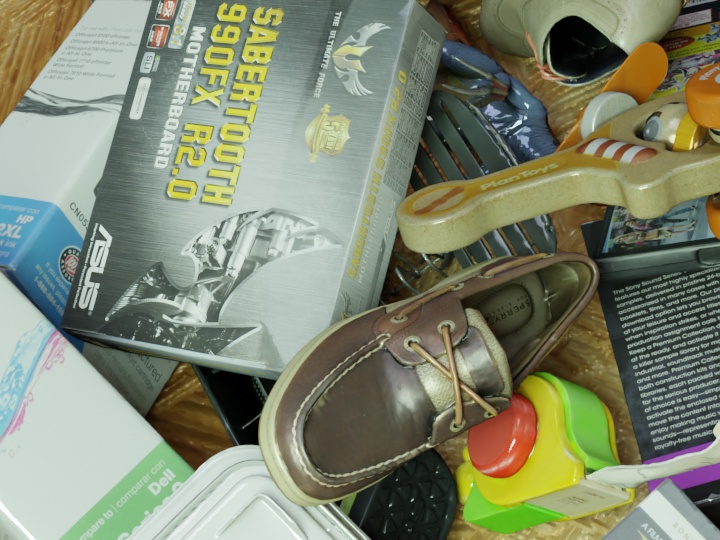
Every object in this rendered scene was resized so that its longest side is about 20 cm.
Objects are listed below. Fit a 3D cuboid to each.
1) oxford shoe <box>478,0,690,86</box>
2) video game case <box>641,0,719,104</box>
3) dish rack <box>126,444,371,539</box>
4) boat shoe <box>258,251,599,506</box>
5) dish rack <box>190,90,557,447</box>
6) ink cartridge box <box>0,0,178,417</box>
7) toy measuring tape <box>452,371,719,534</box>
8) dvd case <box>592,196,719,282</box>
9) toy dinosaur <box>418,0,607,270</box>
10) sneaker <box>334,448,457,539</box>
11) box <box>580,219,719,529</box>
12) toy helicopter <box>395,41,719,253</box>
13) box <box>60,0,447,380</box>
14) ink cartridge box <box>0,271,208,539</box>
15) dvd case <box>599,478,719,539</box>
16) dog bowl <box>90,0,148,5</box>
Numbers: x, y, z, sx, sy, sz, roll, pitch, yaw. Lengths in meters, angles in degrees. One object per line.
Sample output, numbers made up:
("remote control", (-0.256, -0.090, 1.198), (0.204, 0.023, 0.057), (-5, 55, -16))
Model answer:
("oxford shoe", (0.111, -0.141, 1.134), (0.075, 0.070, 0.200), (-58, 16, -15))
("video game case", (0.240, -0.129, 1.097), (0.199, 0.026, 0.181), (-12, 27, 15))
("dish rack", (-0.035, 0.190, 0.875), (0.200, 0.044, 0.172), (45, 72, 4))
("boat shoe", (0.038, 0.041, 0.919), (0.200, 0.072, 0.072), (-28, 4, -40))
("dish rack", (0.000, 0.000, 1.052), (0.200, 0.055, 0.154), (-38, 63, 13))
("ink cartridge box", (-0.138, -0.034, 1.135), (0.084, 0.145, 0.200), (7, 53, 36))
("toy measuring tape", (0.110, 0.074, 0.939), (0.200, 0.074, 0.074), (-26, 33, 49))
("dvd case", (0.224, -0.052, 1.017), (0.199, 0.018, 0.143), (-8, 33, 23))
("toy dinosaur", (0.082, -0.099, 1.143), (0.181, 0.105, 0.200), (24, 48, 16))
("sneaker", (-0.021, 0.165, 0.972), (0.083, 0.072, 0.200), (-10, 40, 51))
("box", (0.198, 0.033, 0.997), (0.143, 0.036, 0.200), (-17, 46, 9))
("toy helicopter", (0.112, -0.054, 0.983), (0.199, 0.079, 0.132), (-17, 26, -3))
("box", (-0.055, -0.047, 1.037), (0.158, 0.048, 0.201), (9, 79, 29))
("ink cartridge box", (-0.167, 0.083, 0.980), (0.200, 0.145, 0.088), (44, 72, 4))
("dvd case", (0.111, 0.206, 0.845), (0.200, 0.016, 0.149), (-40, 72, -14))
("dog bowl", (-0.077, -0.198, 1.325), (0.199, 0.059, 0.200), (-14, 46, 14))
